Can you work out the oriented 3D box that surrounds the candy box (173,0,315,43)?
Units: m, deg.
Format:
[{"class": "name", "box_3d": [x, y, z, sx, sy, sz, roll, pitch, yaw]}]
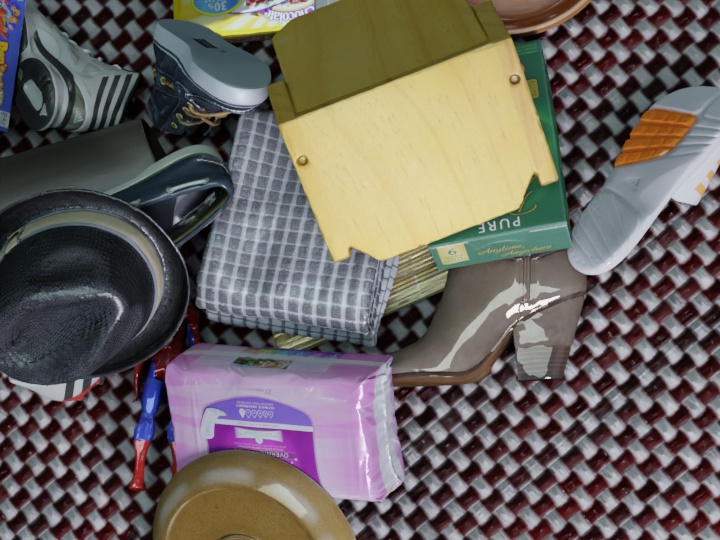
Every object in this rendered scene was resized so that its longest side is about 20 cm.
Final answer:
[{"class": "candy box", "box_3d": [-0.078, -0.269, 1.491, 0.199, 0.026, 0.103, -5, 85, 11]}]

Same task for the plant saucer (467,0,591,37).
[{"class": "plant saucer", "box_3d": [0.137, -0.308, 1.449, 0.200, 0.032, 0.201, -2, 82, 12]}]

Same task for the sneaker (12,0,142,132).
[{"class": "sneaker", "box_3d": [-0.277, -0.187, 1.504, 0.076, 0.115, 0.201, -60, 42, 26]}]

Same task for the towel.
[{"class": "towel", "box_3d": [-0.047, -0.044, 1.403, 0.165, 0.086, 0.201, 7, 72, 14]}]

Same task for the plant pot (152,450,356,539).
[{"class": "plant pot", "box_3d": [-0.095, 0.252, 1.371, 0.200, 0.027, 0.201, 8, 111, 20]}]

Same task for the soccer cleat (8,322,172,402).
[{"class": "soccer cleat", "box_3d": [-0.233, 0.054, 1.411, 0.200, 0.085, 0.069, -36, 55, 31]}]

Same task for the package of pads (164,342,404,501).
[{"class": "package of pads", "box_3d": [-0.064, 0.131, 1.372, 0.199, 0.076, 0.121, 2, 108, 23]}]

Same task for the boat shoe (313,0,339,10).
[{"class": "boat shoe", "box_3d": [0.001, -0.295, 1.426, 0.073, 0.067, 0.201, 16, 93, 12]}]

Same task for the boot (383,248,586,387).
[{"class": "boot", "box_3d": [0.097, 0.025, 1.388, 0.199, 0.070, 0.147, -3, 83, 3]}]

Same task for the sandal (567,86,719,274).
[{"class": "sandal", "box_3d": [0.253, -0.071, 1.374, 0.079, 0.059, 0.207, 31, 78, 43]}]

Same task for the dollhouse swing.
[{"class": "dollhouse swing", "box_3d": [0.035, -0.137, 1.361, 0.200, 0.176, 0.182, -21, 110, 1]}]

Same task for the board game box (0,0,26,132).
[{"class": "board game box", "box_3d": [-0.404, -0.197, 1.497, 0.200, 0.045, 0.135, 2, 82, 38]}]

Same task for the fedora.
[{"class": "fedora", "box_3d": [-0.242, 0.033, 1.308, 0.200, 0.092, 0.201, 2, 123, 4]}]

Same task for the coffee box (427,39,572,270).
[{"class": "coffee box", "box_3d": [0.112, -0.101, 1.382, 0.123, 0.044, 0.200, -11, 58, 9]}]

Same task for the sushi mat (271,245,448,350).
[{"class": "sushi mat", "box_3d": [0.000, 0.000, 1.441, 0.200, 0.012, 0.096, -24, 76, 7]}]

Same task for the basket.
[{"class": "basket", "box_3d": [-0.263, -0.047, 1.441, 0.200, 0.136, 0.181, -26, 111, 1]}]

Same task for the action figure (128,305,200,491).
[{"class": "action figure", "box_3d": [-0.177, 0.100, 1.446, 0.065, 0.052, 0.201, 1, 77, 6]}]

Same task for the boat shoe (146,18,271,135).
[{"class": "boat shoe", "box_3d": [-0.136, -0.155, 1.416, 0.071, 0.200, 0.091, 0, 113, -25]}]

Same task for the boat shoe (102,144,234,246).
[{"class": "boat shoe", "box_3d": [-0.194, -0.030, 1.361, 0.200, 0.075, 0.062, -30, 39, 1]}]
